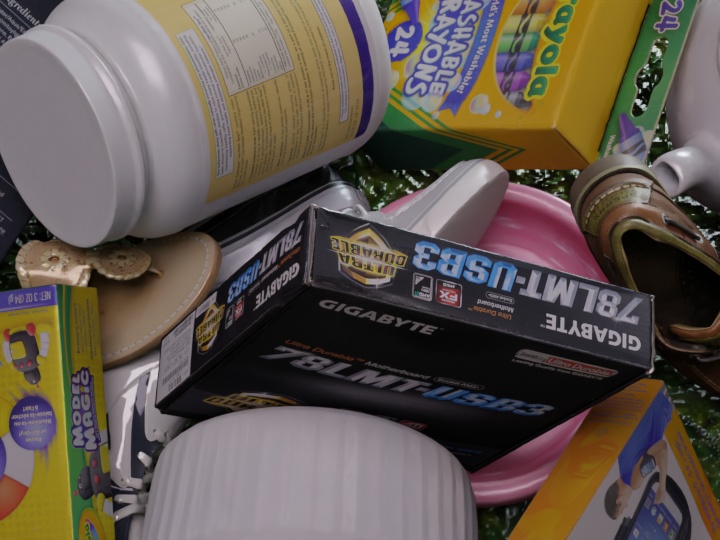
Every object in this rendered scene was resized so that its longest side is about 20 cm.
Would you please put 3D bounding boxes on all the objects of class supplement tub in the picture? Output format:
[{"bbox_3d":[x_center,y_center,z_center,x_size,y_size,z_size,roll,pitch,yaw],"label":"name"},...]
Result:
[{"bbox_3d":[-0.097,-0.105,1.373,0.199,0.146,0.146,-25,63,-34],"label":"supplement tub"}]

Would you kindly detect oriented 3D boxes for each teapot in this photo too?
[{"bbox_3d":[0.272,-0.116,1.397,0.196,0.146,0.202,2,71,9],"label":"teapot"}]

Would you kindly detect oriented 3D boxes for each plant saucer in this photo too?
[{"bbox_3d":[0.069,0.046,1.411,0.199,0.051,0.202,-2,68,6],"label":"plant saucer"}]

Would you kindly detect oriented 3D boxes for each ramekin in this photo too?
[{"bbox_3d":[-0.028,0.153,1.302,0.199,0.201,0.098,0,60,7],"label":"ramekin"}]

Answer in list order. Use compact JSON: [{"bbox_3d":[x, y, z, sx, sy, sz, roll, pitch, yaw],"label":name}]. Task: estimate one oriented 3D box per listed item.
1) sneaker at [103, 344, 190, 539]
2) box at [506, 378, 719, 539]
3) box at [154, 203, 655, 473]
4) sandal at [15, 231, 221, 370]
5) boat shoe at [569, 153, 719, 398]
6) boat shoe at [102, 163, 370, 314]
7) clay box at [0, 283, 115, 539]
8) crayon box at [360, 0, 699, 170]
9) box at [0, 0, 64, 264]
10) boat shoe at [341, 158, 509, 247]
[{"bbox_3d":[-0.130,0.135,1.383,0.199,0.080,0.130,-36,69,-8],"label":"sneaker"},{"bbox_3d":[0.125,0.168,1.286,0.041,0.120,0.200,2,44,38],"label":"box"},{"bbox_3d":[0.019,0.043,1.245,0.199,0.198,0.050,14,66,-23],"label":"box"},{"bbox_3d":[-0.184,0.017,1.384,0.211,0.070,0.078,-21,49,30],"label":"sandal"},{"bbox_3d":[0.186,0.024,1.335,0.072,0.200,0.068,-41,30,14],"label":"boat shoe"},{"bbox_3d":[-0.089,-0.001,1.449,0.199,0.072,0.071,-29,50,-10],"label":"boat shoe"},{"bbox_3d":[-0.197,0.114,1.332,0.114,0.048,0.202,-8,82,26],"label":"clay box"},{"bbox_3d":[0.094,-0.126,1.430,0.199,0.052,0.127,2,63,42],"label":"crayon box"},{"bbox_3d":[-0.241,-0.108,1.448,0.148,0.107,0.201,7,61,54],"label":"box"},{"bbox_3d":[0.000,0.000,1.381,0.068,0.072,0.200,42,87,20],"label":"boat shoe"}]
